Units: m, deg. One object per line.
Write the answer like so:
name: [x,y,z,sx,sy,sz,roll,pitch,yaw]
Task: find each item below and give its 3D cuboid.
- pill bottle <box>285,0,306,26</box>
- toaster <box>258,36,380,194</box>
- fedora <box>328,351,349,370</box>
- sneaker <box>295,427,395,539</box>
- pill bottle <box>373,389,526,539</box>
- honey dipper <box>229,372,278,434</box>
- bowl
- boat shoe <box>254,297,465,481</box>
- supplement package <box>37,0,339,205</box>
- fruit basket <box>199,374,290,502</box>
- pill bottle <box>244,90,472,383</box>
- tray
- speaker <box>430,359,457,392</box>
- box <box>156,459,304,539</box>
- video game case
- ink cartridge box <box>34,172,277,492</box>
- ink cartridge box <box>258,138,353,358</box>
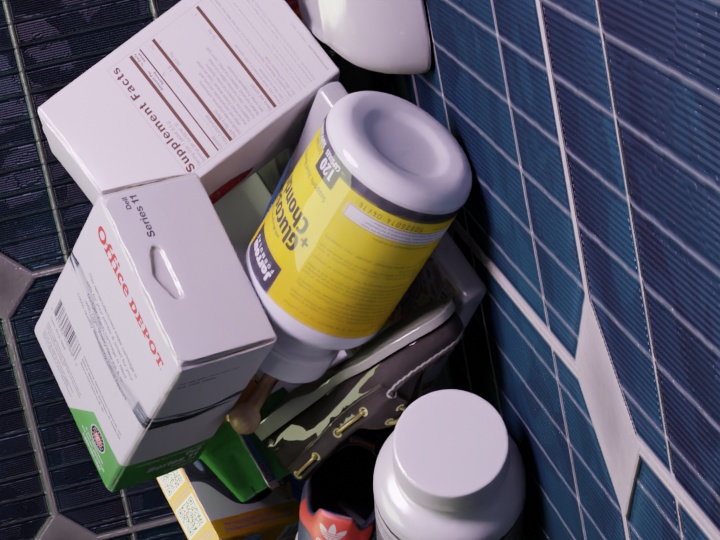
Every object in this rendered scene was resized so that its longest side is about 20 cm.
pill bottle: [-0.082,-0.296,1.667,0.201,0.113,0.114,62,-177,-33]
toaster: [-0.059,-0.136,1.767,0.200,0.113,0.130,-54,-39,-39]
fedora: [0.005,0.096,1.835,0.082,0.199,0.203,-33,67,49]
sneaker: [-0.001,0.145,1.619,0.201,0.074,0.085,-78,0,-46]
pill bottle: [0.064,0.167,1.510,0.201,0.110,0.112,87,169,-60]
honey dipper: [-0.062,0.073,1.583,0.200,0.038,0.038,-61,-36,-61]
bowl: [-0.012,-0.245,1.532,0.200,0.074,0.202,-122,21,-71]
boat shoe: [0.008,0.087,1.513,0.061,0.201,0.072,54,-145,-3]
supplement package: [-0.129,-0.121,1.593,0.120,0.199,0.121,51,171,6]
fruit basket: [-0.109,0.082,1.660,0.185,0.093,0.202,95,150,-84]
pill bottle: [-0.014,-0.018,1.452,0.201,0.111,0.113,-57,35,34]
tray: [-0.087,0.010,1.753,0.201,0.107,0.022,57,-173,-24]
speaker: [0.025,0.035,1.737,0.088,0.088,0.202,-139,36,-81]
box: [-0.126,0.142,1.757,0.042,0.118,0.201,-47,64,39]
video game case: [0.006,-0.011,1.570,0.201,0.023,0.182,55,149,20]
ink cartridge box: [-0.150,0.045,1.499,0.148,0.082,0.200,63,148,19]
ink cartridge box: [0.000,0.000,1.651,0.201,0.042,0.120,52,142,21]
